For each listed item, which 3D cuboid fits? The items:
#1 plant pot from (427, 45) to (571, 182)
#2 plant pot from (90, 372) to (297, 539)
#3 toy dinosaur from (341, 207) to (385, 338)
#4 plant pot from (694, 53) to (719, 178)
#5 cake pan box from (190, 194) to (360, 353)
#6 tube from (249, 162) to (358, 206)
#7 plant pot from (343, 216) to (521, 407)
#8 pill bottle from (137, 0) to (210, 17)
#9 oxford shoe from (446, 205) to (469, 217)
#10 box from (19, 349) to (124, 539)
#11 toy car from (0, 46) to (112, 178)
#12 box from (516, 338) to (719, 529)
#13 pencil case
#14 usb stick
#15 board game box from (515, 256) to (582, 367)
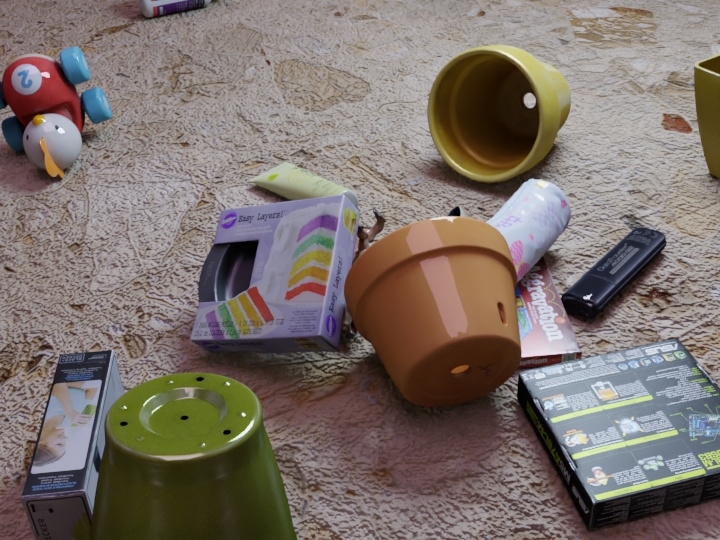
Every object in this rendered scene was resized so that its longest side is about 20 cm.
[{"bbox_3d":[0.235,-0.255,1.405,0.200,0.202,0.189,19,26,29],"label":"plant pot"},{"bbox_3d":[-0.148,0.202,0.776,0.199,0.194,0.201,1,26,0],"label":"plant pot"},{"bbox_3d":[0.000,0.000,1.170,0.086,0.136,0.200,35,18,2],"label":"toy dinosaur"},{"bbox_3d":[0.614,-0.212,1.297,0.199,0.177,0.200,-22,39,-23],"label":"plant pot"},{"bbox_3d":[-0.105,0.006,1.087,0.199,0.052,0.185,-3,63,30],"label":"cake pan box"},{"bbox_3d":[-0.086,-0.127,1.377,0.058,0.052,0.200,18,7,-46],"label":"tube"},{"bbox_3d":[0.092,0.057,0.995,0.199,0.200,0.140,-10,52,-8],"label":"plant pot"},{"bbox_3d":[-0.428,-0.671,2.107,0.199,0.113,0.113,-16,37,-16],"label":"pill bottle"},{"bbox_3d":[0.091,-0.014,1.160,0.071,0.074,0.200,-16,19,40],"label":"oxford shoe"},{"bbox_3d":[-0.282,0.190,0.908,0.060,0.117,0.200,-4,34,-3],"label":"box"},{"bbox_3d":[-0.528,-0.246,1.505,0.184,0.177,0.200,-19,49,-2],"label":"toy car"},{"bbox_3d":[0.290,0.162,0.936,0.199,0.048,0.193,-11,39,-10],"label":"box"},{"bbox_3d":[0.197,-0.045,1.160,0.083,0.091,0.200,-27,8,47],"label":"pencil case"},{"bbox_3d":[0.332,0.000,1.164,0.055,0.033,0.200,19,42,39],"label":"usb stick"},{"bbox_3d":[0.202,0.048,1.125,0.102,0.020,0.200,-5,36,-2],"label":"board game box"}]
